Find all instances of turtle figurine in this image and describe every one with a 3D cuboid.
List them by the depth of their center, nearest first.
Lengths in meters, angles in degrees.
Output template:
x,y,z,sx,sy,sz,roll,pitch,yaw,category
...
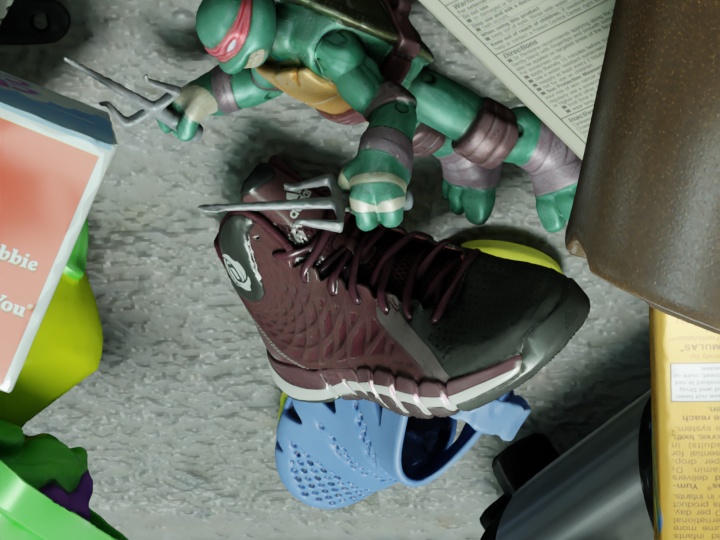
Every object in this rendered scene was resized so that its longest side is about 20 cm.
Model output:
x,y,z,sx,sy,sz,roll,pitch,yaw,category
-0.007,-0.067,0.994,0.200,0.150,0.101,17,103,-33,turtle figurine

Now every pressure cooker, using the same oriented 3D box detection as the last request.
x,y,z,sx,sy,sz,roll,pitch,yaw,category
0.154,0.158,1.211,0.178,0.176,0.200,24,138,-25,pressure cooker

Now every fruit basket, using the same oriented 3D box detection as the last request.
x,y,z,sx,sy,sz,roll,pitch,yaw,category
-0.172,0.061,1.141,0.215,0.216,0.156,-18,143,24,fruit basket

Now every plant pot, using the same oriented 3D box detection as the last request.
x,y,z,sx,sy,sz,roll,pitch,yaw,category
0.166,-0.079,0.839,0.200,0.200,0.199,14,103,-13,plant pot

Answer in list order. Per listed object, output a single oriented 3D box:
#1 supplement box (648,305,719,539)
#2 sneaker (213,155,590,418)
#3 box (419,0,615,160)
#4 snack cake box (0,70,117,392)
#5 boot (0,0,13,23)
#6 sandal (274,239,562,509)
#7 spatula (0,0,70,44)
x,y,z,sx,sy,sz,roll,pitch,yaw,category
0.151,0.061,1.012,0.069,0.067,0.200,-4,122,7,supplement box
0.000,0.000,1.070,0.200,0.076,0.116,-8,124,50,sneaker
0.093,-0.114,0.958,0.095,0.078,0.200,-23,134,29,box
-0.211,-0.043,0.995,0.200,0.067,0.115,22,101,-13,snack cake box
-0.172,-0.177,0.915,0.138,0.078,0.200,19,127,-10,boot
0.021,0.066,1.179,0.079,0.087,0.200,20,140,-22,sandal
-0.220,-0.104,1.024,0.200,0.021,0.057,-2,103,-9,spatula
